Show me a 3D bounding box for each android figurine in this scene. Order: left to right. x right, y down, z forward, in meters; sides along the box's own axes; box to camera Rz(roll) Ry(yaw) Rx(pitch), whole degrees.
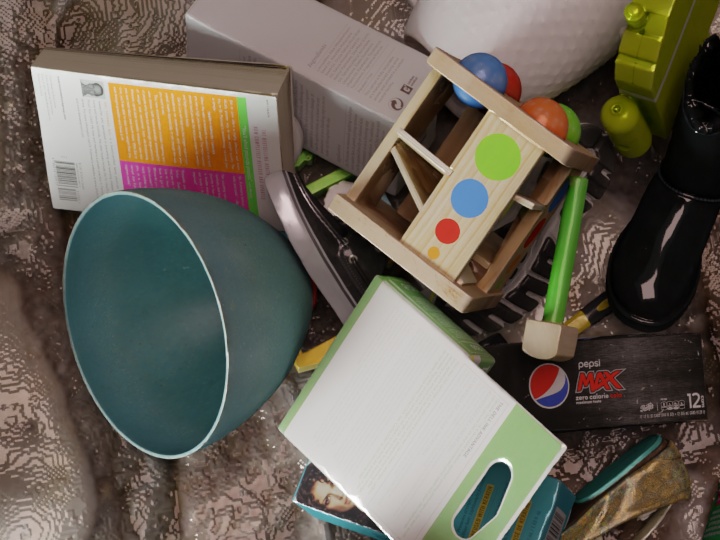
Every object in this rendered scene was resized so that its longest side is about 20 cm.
[{"bbox_3d":[0.232,-0.180,1.337,0.041,0.200,0.184,19,83,21],"label":"android figurine"}]

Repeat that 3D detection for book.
[{"bbox_3d":[-0.152,-0.099,1.367,0.198,0.135,0.048,6,36,10],"label":"book"}]

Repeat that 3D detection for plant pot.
[{"bbox_3d":[-0.114,0.028,1.333,0.134,0.200,0.201,-16,73,-42],"label":"plant pot"}]

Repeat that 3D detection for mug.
[{"bbox_3d":[0.113,-0.223,1.415,0.175,0.148,0.200,-38,60,-7],"label":"mug"}]

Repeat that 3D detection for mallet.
[{"bbox_3d":[0.168,0.035,1.401,0.200,0.041,0.066,-41,85,-14],"label":"mallet"}]

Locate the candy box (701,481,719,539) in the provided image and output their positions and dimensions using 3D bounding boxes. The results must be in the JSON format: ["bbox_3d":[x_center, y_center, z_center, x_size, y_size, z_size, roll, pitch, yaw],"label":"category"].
[{"bbox_3d":[0.350,0.219,1.335,0.168,0.077,0.202,20,75,3],"label":"candy box"}]

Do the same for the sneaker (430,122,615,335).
[{"bbox_3d":[0.121,-0.034,1.399,0.078,0.090,0.200,39,90,-25],"label":"sneaker"}]

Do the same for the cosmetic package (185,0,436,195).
[{"bbox_3d":[-0.038,-0.153,1.392,0.199,0.102,0.071,28,62,13],"label":"cosmetic package"}]

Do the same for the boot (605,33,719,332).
[{"bbox_3d":[0.252,-0.071,1.338,0.073,0.163,0.199,23,57,12],"label":"boot"}]

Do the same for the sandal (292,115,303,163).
[{"bbox_3d":[-0.139,-0.112,1.417,0.201,0.050,0.083,9,119,14],"label":"sandal"}]

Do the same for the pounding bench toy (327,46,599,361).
[{"bbox_3d":[0.111,-0.049,1.271,0.199,0.124,0.157,38,100,13],"label":"pounding bench toy"}]

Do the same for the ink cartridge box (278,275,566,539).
[{"bbox_3d":[0.048,0.119,1.265,0.200,0.048,0.146,41,106,28],"label":"ink cartridge box"}]

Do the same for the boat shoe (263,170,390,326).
[{"bbox_3d":[0.000,0.000,1.340,0.066,0.070,0.201,-31,102,3],"label":"boat shoe"}]

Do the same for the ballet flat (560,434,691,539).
[{"bbox_3d":[0.170,0.202,1.345,0.199,0.071,0.071,-32,78,-8],"label":"ballet flat"}]

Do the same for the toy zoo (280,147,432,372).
[{"bbox_3d":[-0.024,-0.008,1.414,0.130,0.020,0.201,-26,77,-7],"label":"toy zoo"}]

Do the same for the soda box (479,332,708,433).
[{"bbox_3d":[0.163,0.087,1.339,0.198,0.063,0.072,-2,85,-20],"label":"soda box"}]

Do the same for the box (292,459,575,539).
[{"bbox_3d":[0.054,0.172,1.319,0.198,0.049,0.083,15,75,26],"label":"box"}]
